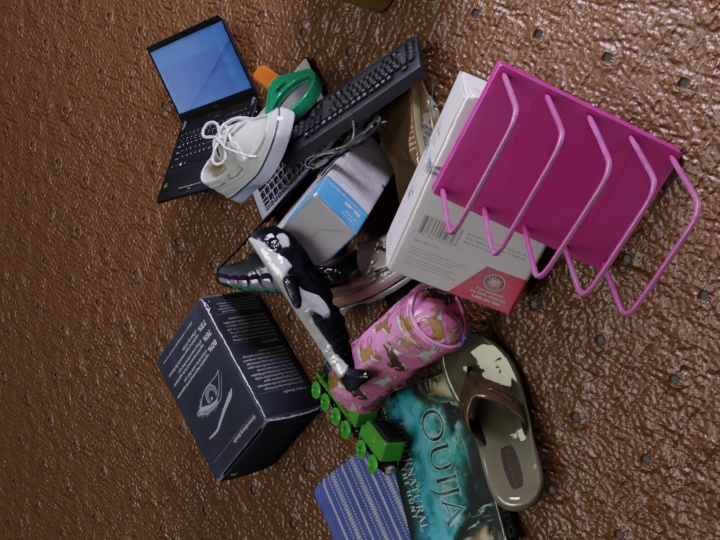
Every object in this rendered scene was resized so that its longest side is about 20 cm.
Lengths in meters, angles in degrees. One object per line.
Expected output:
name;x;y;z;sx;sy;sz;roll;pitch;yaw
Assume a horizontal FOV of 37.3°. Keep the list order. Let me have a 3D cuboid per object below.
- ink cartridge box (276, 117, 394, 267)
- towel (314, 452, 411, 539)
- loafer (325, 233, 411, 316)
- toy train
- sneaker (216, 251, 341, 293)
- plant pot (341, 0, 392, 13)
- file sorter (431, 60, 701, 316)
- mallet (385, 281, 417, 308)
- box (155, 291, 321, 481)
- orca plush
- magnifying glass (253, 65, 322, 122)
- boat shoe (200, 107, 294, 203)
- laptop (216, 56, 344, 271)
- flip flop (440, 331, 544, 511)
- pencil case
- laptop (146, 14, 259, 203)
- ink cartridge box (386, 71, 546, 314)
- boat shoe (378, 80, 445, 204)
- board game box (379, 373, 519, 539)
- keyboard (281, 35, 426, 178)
ink cartridge box;-0.026;-0.086;1.246;0.067;0.201;0.116;41;129;-9
towel;0.027;0.291;1.318;0.200;0.024;0.146;-43;64;36
loafer;0.000;0.000;1.241;0.199;0.072;0.063;-31;117;27
toy train;-0.005;0.172;1.284;0.200;0.041;0.057;46;127;51
sneaker;-0.101;-0.013;1.380;0.197;0.074;0.089;4;87;33
plant pot;-0.030;-0.426;1.164;0.194;0.198;0.197;-43;67;38
file sorter;0.186;-0.068;0.969;0.126;0.197;0.140;-90;25;-62
mallet;0.031;0.098;1.281;0.066;0.041;0.201;48;129;28
box;-0.165;0.152;1.427;0.148;0.103;0.201;-49;63;35
orca plush;-0.039;0.029;1.153;0.071;0.105;0.201;-33;76;-5
magnifying glass;-0.097;-0.224;1.317;0.080;0.022;0.200;-46;30;1
boat shoe;-0.146;-0.144;1.250;0.202;0.085;0.076;-30;45;62
laptop;-0.121;-0.134;1.331;0.187;0.115;0.202;-41;62;40
flip flop;0.139;0.156;1.137;0.080;0.058;0.203;-22;67;16
pencil case;0.040;0.088;1.175;0.200;0.086;0.084;-43;24;47
laptop;-0.231;-0.214;1.444;0.176;0.103;0.203;-9;59;45
ink cartridge box;0.128;-0.077;1.083;0.083;0.144;0.202;-88;20;-63
boat shoe;0.069;-0.140;1.202;0.073;0.062;0.203;-28;68;56
board game box;0.097;0.225;1.217;0.134;0.028;0.203;-25;73;39
keyboard;-0.012;-0.175;1.188;0.199;0.021;0.128;-32;41;24
